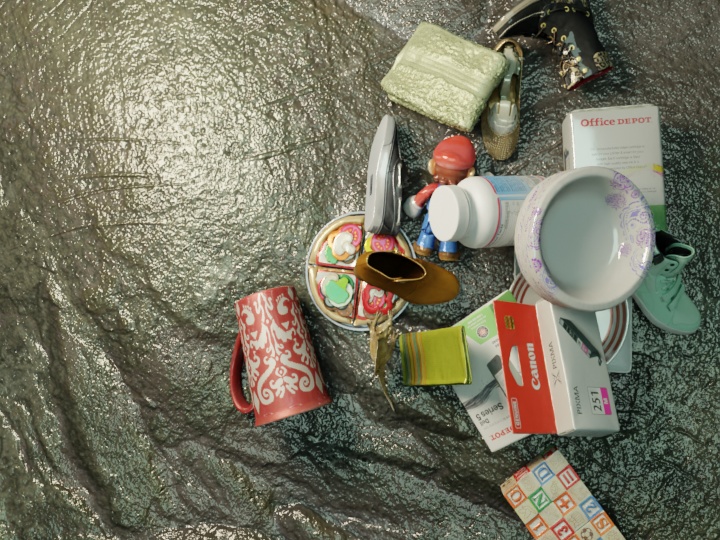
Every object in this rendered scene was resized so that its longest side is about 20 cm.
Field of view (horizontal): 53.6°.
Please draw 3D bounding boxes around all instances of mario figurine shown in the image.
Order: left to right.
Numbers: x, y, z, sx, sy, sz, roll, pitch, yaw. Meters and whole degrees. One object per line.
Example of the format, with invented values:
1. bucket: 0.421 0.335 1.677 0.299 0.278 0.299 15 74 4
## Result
1. mario figurine: 0.149 -0.123 1.201 0.121 0.105 0.206 8 99 -29

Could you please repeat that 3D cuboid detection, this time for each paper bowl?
1. paper bowl: 0.320 -0.046 1.050 0.195 0.104 0.207 -1 93 -12

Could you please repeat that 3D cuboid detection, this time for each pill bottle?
1. pill bottle: 0.209 -0.092 1.119 0.195 0.108 0.112 -4 85 -27

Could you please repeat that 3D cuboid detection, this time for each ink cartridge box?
1. ink cartridge box: 0.222 0.160 1.125 0.145 0.083 0.203 -38 81 40
2. ink cartridge box: 0.287 0.137 1.051 0.169 0.043 0.206 8 65 -28
3. ink cartridge box: 0.407 -0.154 1.154 0.141 0.087 0.207 -3 88 6

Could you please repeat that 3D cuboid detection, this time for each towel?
1. towel: 0.113 0.138 1.123 0.018 0.199 0.089 -7 84 -24
2. towel: 0.138 -0.326 1.192 0.198 0.036 0.151 33 93 29

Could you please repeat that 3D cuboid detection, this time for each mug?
1. mug: -0.154 0.145 1.179 0.173 0.133 0.206 -16 81 3

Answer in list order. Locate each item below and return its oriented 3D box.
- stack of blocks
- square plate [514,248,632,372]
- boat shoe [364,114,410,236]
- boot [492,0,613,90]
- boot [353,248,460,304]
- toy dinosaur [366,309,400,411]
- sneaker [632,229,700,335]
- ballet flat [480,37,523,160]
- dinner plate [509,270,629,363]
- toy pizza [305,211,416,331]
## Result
1. stack of blocks: 0.330 0.399 1.141 0.114 0.059 0.202 -38 83 3
2. square plate: 0.347 0.060 1.176 0.192 0.028 0.207 2 87 6
3. boat shoe: 0.052 -0.159 1.205 0.066 0.072 0.206 10 76 -17
4. boot: 0.320 -0.371 1.163 0.197 0.073 0.154 -24 88 -27
5. boot: 0.087 0.012 1.132 0.195 0.144 0.073 11 84 -12
6. toy dinosaur: 0.032 0.134 1.173 0.056 0.203 0.103 3 43 8
7. sneaker: 0.482 0.020 1.100 0.199 0.118 0.074 40 62 -9
8. ballet flat: 0.238 -0.291 1.192 0.068 0.065 0.207 1 87 6
9. dinner plate: 0.331 0.070 1.152 0.194 0.024 0.207 0 87 6
10. toy pizza: 0.000 0.000 1.218 0.194 0.032 0.207 0 87 6
